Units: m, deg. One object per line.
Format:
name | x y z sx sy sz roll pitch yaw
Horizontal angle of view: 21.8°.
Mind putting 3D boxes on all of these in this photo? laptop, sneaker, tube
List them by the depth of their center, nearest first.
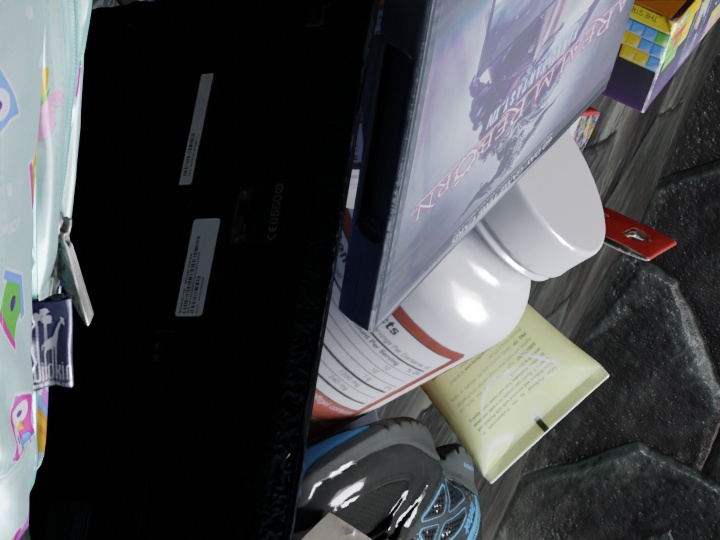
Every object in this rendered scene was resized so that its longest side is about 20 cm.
laptop | -0.064 0.021 0.560 0.103 0.199 0.179 29 64 -51
sneaker | 0.016 0.117 0.852 0.073 0.082 0.200 -22 162 20
tube | 0.022 0.003 0.893 0.052 0.200 0.058 -37 171 -41

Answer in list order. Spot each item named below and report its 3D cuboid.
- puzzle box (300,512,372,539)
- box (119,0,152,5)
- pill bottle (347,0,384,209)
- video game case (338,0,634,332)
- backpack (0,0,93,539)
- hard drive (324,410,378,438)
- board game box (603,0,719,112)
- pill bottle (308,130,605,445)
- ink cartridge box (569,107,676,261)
puzzle box | -0.068 0.190 0.717 0.200 0.025 0.134 -36 154 -57
box | -0.047 -0.134 0.718 0.111 0.035 0.200 -61 167 -8
pill bottle | 0.004 -0.103 0.643 0.117 0.116 0.200 -59 166 -18
video game case | 0.050 -0.080 0.579 0.143 0.019 0.200 -45 161 -27
backpack | -0.132 -0.021 0.377 0.127 0.166 0.201 -38 138 -65
hard drive | -0.026 0.071 0.958 0.135 0.042 0.201 2 74 -75
board game box | 0.113 -0.173 0.988 0.200 0.165 0.057 -45 158 -52
pill bottle | 0.000 0.000 0.805 0.199 0.113 0.112 -30 -177 26
ink cartridge box | 0.073 -0.074 0.942 0.051 0.199 0.109 -65 167 12
